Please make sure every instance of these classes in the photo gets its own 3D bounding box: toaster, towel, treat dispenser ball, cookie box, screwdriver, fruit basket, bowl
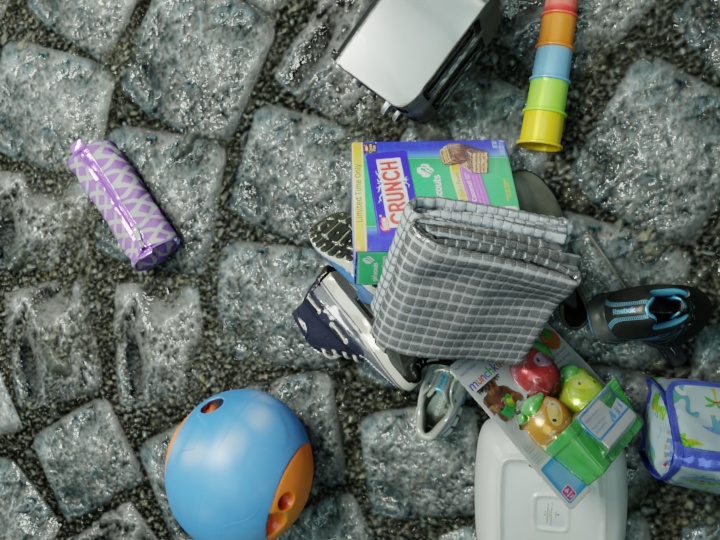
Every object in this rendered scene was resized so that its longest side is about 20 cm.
[{"bbox_3d":[0.076,-0.285,0.820,0.118,0.181,0.201,40,102,6],"label":"toaster"},{"bbox_3d":[0.120,0.021,0.716,0.194,0.087,0.168,9,130,-10],"label":"towel"},{"bbox_3d":[-0.159,0.262,0.891,0.195,0.201,0.207,1,93,14],"label":"treat dispenser ball"},{"bbox_3d":[0.086,-0.072,0.812,0.194,0.076,0.175,-2,55,-1],"label":"cookie box"},{"bbox_3d":[0.343,0.033,0.845,0.028,0.029,0.202,-35,80,14],"label":"screwdriver"},{"bbox_3d":[0.227,0.145,0.793,0.202,0.183,0.094,52,140,14],"label":"fruit basket"},{"bbox_3d":[0.241,0.295,0.857,0.194,0.075,0.207,2,92,14],"label":"bowl"}]

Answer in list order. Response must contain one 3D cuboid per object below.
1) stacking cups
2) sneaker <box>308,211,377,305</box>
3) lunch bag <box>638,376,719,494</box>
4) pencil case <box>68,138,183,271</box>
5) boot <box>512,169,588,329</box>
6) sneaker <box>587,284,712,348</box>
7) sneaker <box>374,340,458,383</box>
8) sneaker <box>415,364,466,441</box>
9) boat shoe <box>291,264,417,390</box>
[{"bbox_3d":[0.239,-0.256,0.846,0.059,0.060,0.206,8,90,14],"label":"stacking cups"},{"bbox_3d":[0.000,0.000,0.893,0.078,0.090,0.200,-32,54,-21],"label":"sneaker"},{"bbox_3d":[0.411,0.191,0.742,0.165,0.200,0.132,5,94,14],"label":"lunch bag"},{"bbox_3d":[-0.347,-0.094,0.984,0.083,0.085,0.202,-38,83,11],"label":"pencil case"},{"bbox_3d":[0.229,-0.034,0.814,0.066,0.130,0.204,-24,87,13],"label":"boot"},{"bbox_3d":[0.351,0.052,0.765,0.081,0.195,0.075,-21,76,56],"label":"sneaker"},{"bbox_3d":[0.118,0.072,0.829,0.197,0.067,0.092,-32,65,4],"label":"sneaker"},{"bbox_3d":[0.119,0.131,0.874,0.073,0.086,0.206,16,94,15],"label":"sneaker"},{"bbox_3d":[-0.010,0.098,0.919,0.093,0.074,0.202,-43,75,20],"label":"boat shoe"}]
